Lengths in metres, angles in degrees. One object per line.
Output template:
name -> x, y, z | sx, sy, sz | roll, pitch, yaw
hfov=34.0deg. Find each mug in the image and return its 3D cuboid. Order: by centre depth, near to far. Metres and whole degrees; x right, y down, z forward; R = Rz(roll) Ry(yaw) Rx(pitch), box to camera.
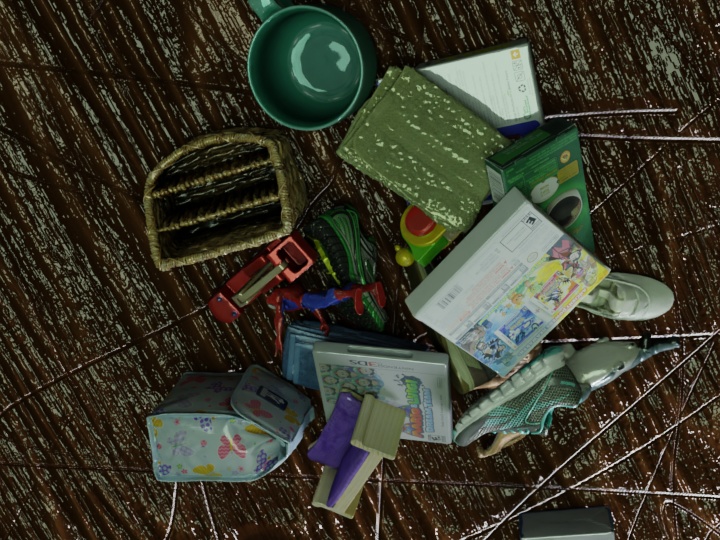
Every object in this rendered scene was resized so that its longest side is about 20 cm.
mug -> -0.057, -0.276, 1.490 | 0.152, 0.114, 0.185 | 0, 104, 15

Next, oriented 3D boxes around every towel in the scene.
towel -> 0.085, -0.153, 1.483 | 0.200, 0.036, 0.148 | 34, 86, 2
towel -> -0.010, 0.134, 1.656 | 0.200, 0.049, 0.112 | 10, 128, 4

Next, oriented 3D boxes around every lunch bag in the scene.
lunch bag -> -0.176, 0.212, 1.654 | 0.200, 0.170, 0.127 | 1, 106, 11

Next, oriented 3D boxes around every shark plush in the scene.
shark plush -> 0.333, 0.124, 1.612 | 0.200, 0.091, 0.083 | -32, 147, -3

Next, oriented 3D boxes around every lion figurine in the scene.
lion figurine -> 0.205, 0.174, 1.647 | 0.122, 0.072, 0.200 | -14, 121, 3

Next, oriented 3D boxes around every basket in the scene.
basket -> -0.185, -0.106, 1.554 | 0.200, 0.149, 0.143 | -14, 107, 13

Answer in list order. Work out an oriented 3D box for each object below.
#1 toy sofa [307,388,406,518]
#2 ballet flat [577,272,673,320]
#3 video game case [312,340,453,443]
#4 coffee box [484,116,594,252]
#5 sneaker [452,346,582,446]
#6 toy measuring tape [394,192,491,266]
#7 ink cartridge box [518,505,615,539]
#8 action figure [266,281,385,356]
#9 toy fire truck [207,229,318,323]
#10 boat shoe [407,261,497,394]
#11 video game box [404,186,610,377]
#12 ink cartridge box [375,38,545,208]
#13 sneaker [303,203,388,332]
toy sofa -> -0.017, 0.258, 1.650 | 0.098, 0.083, 0.200 | 23, 139, -5
ballet flat -> 0.320, 0.034, 1.575 | 0.200, 0.069, 0.070 | 13, 111, 3
video game case -> 0.034, 0.170, 1.623 | 0.182, 0.024, 0.200 | 5, 141, 10
coffee box -> 0.229, -0.081, 1.497 | 0.123, 0.044, 0.200 | -31, 129, -16
sneaker -> 0.208, 0.188, 1.554 | 0.200, 0.078, 0.091 | -40, 84, 28
toy measuring tape -> 0.113, -0.086, 1.531 | 0.074, 0.074, 0.200 | 43, 96, -8
ink cartridge box -> 0.309, 0.452, 1.718 | 0.136, 0.076, 0.200 | -6, 107, 11
action figure -> -0.055, 0.064, 1.572 | 0.200, 0.065, 0.099 | 2, 101, 45
toy fire truck -> -0.136, 0.011, 1.590 | 0.200, 0.141, 0.049 | -40, 99, 19
boat shoe -> 0.124, 0.066, 1.596 | 0.066, 0.072, 0.201 | -19, 76, -12
video game box -> 0.186, 0.018, 1.476 | 0.182, 0.047, 0.200 | 36, 105, -33
ink cartridge box -> 0.141, -0.182, 1.537 | 0.200, 0.047, 0.198 | -10, 110, 14
sneaker -> 0.000, 0.000, 1.603 | 0.078, 0.085, 0.200 | 18, 138, 47
